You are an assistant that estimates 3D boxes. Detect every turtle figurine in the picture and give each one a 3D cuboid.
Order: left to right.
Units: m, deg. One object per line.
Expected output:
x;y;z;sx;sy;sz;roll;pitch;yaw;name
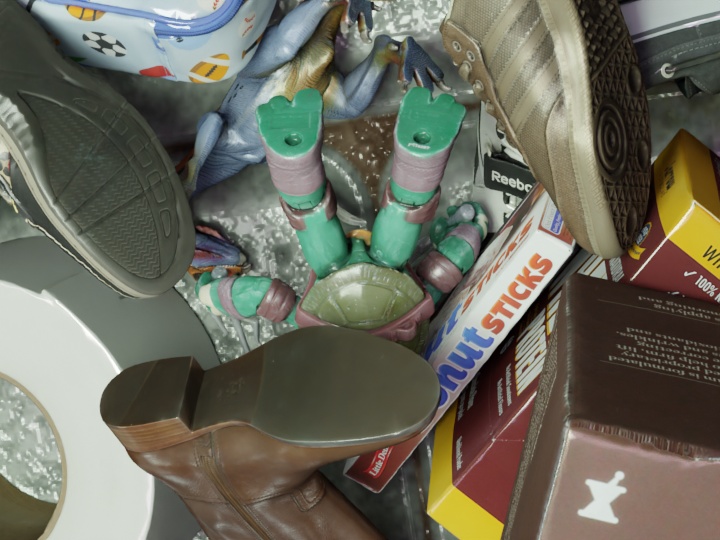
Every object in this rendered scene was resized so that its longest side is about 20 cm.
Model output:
0.000;0.000;1.458;0.149;0.101;0.200;-13;138;-14;turtle figurine

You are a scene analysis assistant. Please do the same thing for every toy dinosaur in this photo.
-0.041;-0.078;1.538;0.105;0.200;0.181;35;136;-29;toy dinosaur

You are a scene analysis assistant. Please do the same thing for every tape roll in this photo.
-0.181;0.090;1.549;0.202;0.139;0.204;2;99;14;tape roll

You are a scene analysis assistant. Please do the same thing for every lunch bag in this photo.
-0.128;-0.186;1.496;0.199;0.076;0.161;15;70;15;lunch bag

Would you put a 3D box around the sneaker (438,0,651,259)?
0.079;-0.101;1.357;0.075;0.070;0.201;-4;108;30;sneaker

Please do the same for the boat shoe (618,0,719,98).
0.156;-0.109;1.416;0.199;0.069;0.057;-15;98;-3;boat shoe

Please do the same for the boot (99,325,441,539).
-0.008;0.111;1.444;0.186;0.064;0.200;-1;143;31;boot

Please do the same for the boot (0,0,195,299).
-0.179;-0.051;1.480;0.200;0.073;0.151;46;148;-4;boot

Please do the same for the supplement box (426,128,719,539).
0.170;0.080;1.440;0.197;0.133;0.200;38;106;-8;supplement box

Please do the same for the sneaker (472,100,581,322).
0.087;-0.063;1.484;0.074;0.089;0.201;3;101;13;sneaker

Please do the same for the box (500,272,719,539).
0.149;0.121;1.280;0.165;0.200;0.165;13;109;0;box

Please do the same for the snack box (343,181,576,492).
0.054;0.027;1.475;0.024;0.072;0.200;30;130;-8;snack box
